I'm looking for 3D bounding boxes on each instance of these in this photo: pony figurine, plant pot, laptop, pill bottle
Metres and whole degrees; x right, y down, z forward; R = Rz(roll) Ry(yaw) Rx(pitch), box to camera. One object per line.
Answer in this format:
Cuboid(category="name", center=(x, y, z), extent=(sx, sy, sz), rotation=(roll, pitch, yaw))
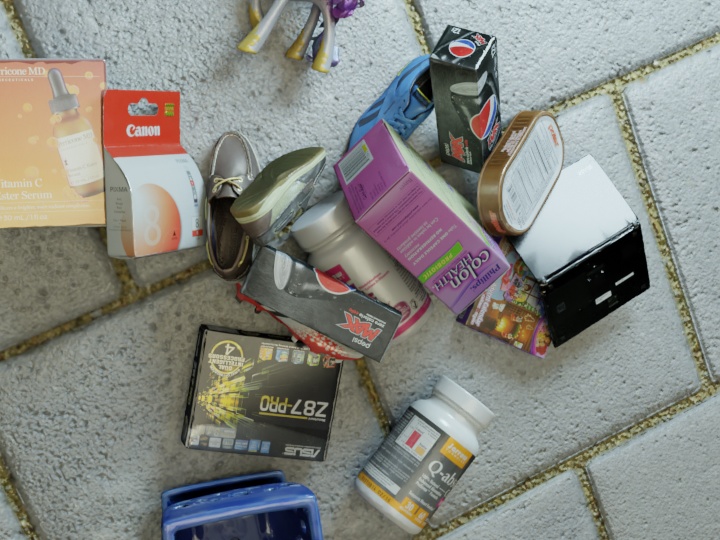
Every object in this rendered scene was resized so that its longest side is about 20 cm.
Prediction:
Cuboid(category="pony figurine", center=(-0.053, -0.362, 1.415), extent=(0.192, 0.167, 0.201), rotation=(13, 108, -9))
Cuboid(category="plant pot", center=(-0.159, 0.375, 1.443), extent=(0.199, 0.180, 0.202), rotation=(-9, 99, -16))
Cuboid(category="laptop", center=(0.303, -0.026, 1.576), extent=(0.177, 0.103, 0.201), rotation=(-30, 129, -11))
Cuboid(category="pill bottle", center=(0.091, 0.253, 1.534), extent=(0.116, 0.116, 0.200), rotation=(39, 86, -17))
Cuboid(category="pill bottle", center=(0.000, 0.000, 1.478), extent=(0.113, 0.113, 0.200), rotation=(-38, 104, -9))

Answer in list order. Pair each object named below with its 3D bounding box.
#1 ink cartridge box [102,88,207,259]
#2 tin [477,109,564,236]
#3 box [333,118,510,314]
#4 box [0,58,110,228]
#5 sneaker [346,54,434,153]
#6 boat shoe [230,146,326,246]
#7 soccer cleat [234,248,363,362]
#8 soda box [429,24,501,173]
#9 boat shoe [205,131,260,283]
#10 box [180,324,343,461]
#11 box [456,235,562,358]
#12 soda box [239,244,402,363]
Cuboid(category="ink cartridge box", center=(-0.250, -0.122, 1.375), extent=(0.050, 0.162, 0.202), rotation=(6, 100, 25))
Cuboid(category="tin", center=(0.219, -0.131, 1.486), extent=(0.200, 0.042, 0.112), rotation=(-57, 137, -32))
Cuboid(category="box", center=(0.076, -0.071, 1.433), extent=(0.097, 0.176, 0.200), rotation=(-43, 118, 13))
Cuboid(category="box", center=(-0.384, -0.155, 1.353), extent=(0.151, 0.106, 0.202), rotation=(-4, 98, -15))
Cuboid(category="sneaker", center=(0.050, -0.207, 1.488), extent=(0.066, 0.078, 0.201), rotation=(37, 87, -19))
Cuboid(category="boat shoe", center=(-0.099, -0.097, 1.423), extent=(0.071, 0.201, 0.066), rotation=(-5, 117, 29))
Cuboid(category="soccer cleat", center=(-0.073, 0.046, 1.459), extent=(0.199, 0.069, 0.085), rotation=(33, 112, 5))
Cuboid(category="soda box", center=(0.140, -0.219, 1.445), extent=(0.070, 0.200, 0.064), rotation=(20, 61, 22))
Cuboid(category="boat shoe", center=(-0.166, -0.087, 1.427), extent=(0.071, 0.060, 0.202), rotation=(1, 81, 3))
Cuboid(category="box", center=(-0.131, 0.166, 1.494), extent=(0.199, 0.049, 0.162), rotation=(10, 95, -19))
Cuboid(category="box", center=(0.239, 0.009, 1.586), extent=(0.136, 0.039, 0.201), rotation=(23, 90, -18))
Cuboid(category="soda box", center=(-0.048, 0.040, 1.398), extent=(0.199, 0.063, 0.071), rotation=(26, 93, 0))
